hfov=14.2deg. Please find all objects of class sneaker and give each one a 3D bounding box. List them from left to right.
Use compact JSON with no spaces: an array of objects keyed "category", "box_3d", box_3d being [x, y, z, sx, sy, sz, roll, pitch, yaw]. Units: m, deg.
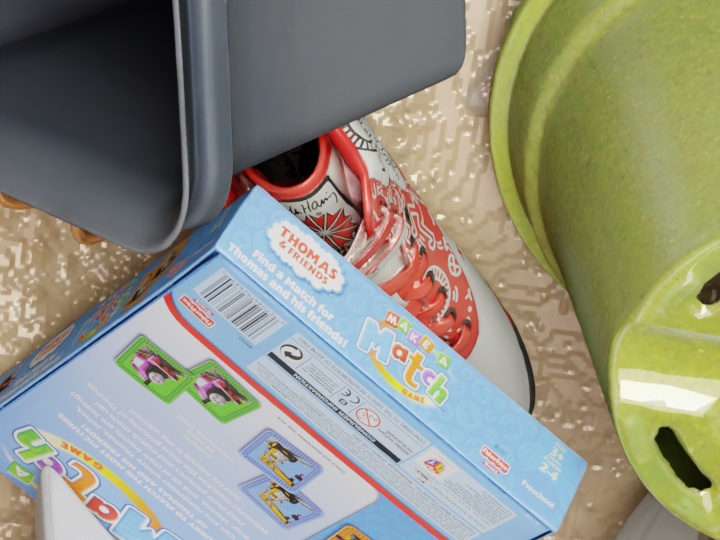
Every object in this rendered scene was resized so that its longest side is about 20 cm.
[{"category":"sneaker","box_3d":[-0.001,0.000,1.028,0.067,0.108,0.202,-29,107,8]}]

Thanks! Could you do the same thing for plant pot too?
[{"category":"plant pot","box_3d":[0.144,-0.008,0.969,0.200,0.184,0.201,0,122,1]}]

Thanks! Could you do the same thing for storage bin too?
[{"category":"storage bin","box_3d":[-0.064,-0.091,0.913,0.134,0.200,0.146,-19,118,-36]}]

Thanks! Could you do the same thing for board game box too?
[{"category":"board game box","box_3d":[-0.037,0.064,1.025,0.151,0.037,0.200,40,142,-13]}]

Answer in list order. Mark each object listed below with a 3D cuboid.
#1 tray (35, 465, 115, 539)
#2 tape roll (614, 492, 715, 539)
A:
[{"category":"tray","box_3d":[-0.066,0.170,1.059,0.022,0.107,0.200,-30,123,11]},{"category":"tape roll","box_3d":[0.201,0.124,1.027,0.203,0.203,0.139,-33,105,9]}]
